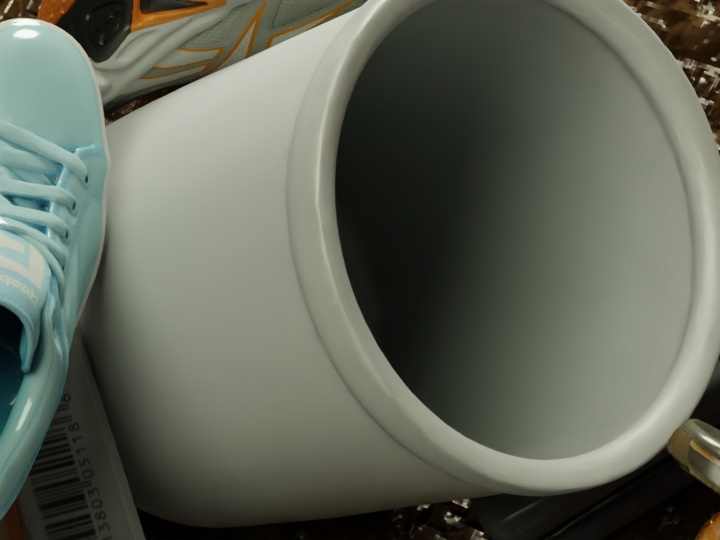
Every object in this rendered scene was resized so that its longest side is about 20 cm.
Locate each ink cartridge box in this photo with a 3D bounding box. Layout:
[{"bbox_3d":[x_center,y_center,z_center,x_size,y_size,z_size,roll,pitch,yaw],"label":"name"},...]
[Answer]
[{"bbox_3d":[-0.157,0.059,1.022,0.200,0.050,0.163,-29,77,52],"label":"ink cartridge box"}]

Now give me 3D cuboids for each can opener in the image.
[{"bbox_3d":[0.136,0.052,0.989,0.199,0.053,0.067,-33,56,7],"label":"can opener"}]

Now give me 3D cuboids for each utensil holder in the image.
[{"bbox_3d":[0.000,0.000,0.967,0.200,0.169,0.171,-17,54,54],"label":"utensil holder"}]

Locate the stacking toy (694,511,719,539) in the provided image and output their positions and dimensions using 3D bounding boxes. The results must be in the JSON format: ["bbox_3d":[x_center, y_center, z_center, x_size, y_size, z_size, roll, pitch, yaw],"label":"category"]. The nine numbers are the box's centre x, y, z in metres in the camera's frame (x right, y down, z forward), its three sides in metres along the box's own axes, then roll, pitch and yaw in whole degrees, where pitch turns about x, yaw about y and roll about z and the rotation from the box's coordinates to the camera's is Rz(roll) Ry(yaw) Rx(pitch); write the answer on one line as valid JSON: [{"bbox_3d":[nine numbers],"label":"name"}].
[{"bbox_3d":[0.094,0.159,0.938,0.110,0.116,0.200,36,58,-8],"label":"stacking toy"}]

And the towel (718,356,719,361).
[{"bbox_3d":[0.235,0.029,0.945,0.199,0.023,0.144,-32,85,7],"label":"towel"}]

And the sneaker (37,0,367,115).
[{"bbox_3d":[-0.047,-0.091,1.049,0.200,0.092,0.076,-26,47,45],"label":"sneaker"}]

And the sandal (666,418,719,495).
[{"bbox_3d":[0.194,0.074,0.896,0.199,0.082,0.055,16,91,3],"label":"sandal"}]

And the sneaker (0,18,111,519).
[{"bbox_3d":[-0.112,0.005,0.897,0.082,0.074,0.201,-31,45,59],"label":"sneaker"}]
